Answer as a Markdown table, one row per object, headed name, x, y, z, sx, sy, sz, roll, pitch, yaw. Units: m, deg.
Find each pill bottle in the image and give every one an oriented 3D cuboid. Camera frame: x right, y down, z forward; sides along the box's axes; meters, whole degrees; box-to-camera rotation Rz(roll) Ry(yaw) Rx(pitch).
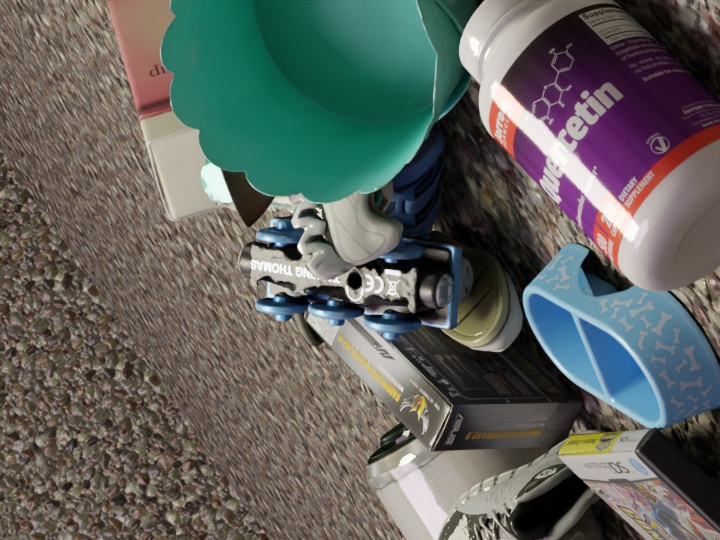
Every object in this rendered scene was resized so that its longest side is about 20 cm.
| name | x | y | z | sx | sy | sz | roll | pitch | yaw |
| --- | --- | --- | --- | --- | --- | --- | --- | --- | --- |
| pill bottle | 0.148 | -0.088 | 1.238 | 0.200 | 0.112 | 0.113 | 48 | 163 | 29 |

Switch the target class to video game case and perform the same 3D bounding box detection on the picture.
| name | x | y | z | sx | sy | sz | roll | pitch | yaw |
| --- | --- | --- | --- | --- | --- | --- | --- | --- | --- |
| video game case | 0.253 | 0.196 | 1.564 | 0.200 | 0.026 | 0.181 | 43 | 166 | -6 |

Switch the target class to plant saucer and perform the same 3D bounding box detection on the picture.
| name | x | y | z | sx | sy | sz | roll | pitch | yaw |
| --- | --- | --- | --- | --- | --- | --- | --- | --- | --- |
| plant saucer | -0.097 | -0.133 | 1.578 | 0.200 | 0.034 | 0.201 | -14 | -90 | -87 |

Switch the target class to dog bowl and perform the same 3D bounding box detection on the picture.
| name | x | y | z | sx | sy | sz | roll | pitch | yaw |
| --- | --- | --- | --- | --- | --- | --- | --- | --- | --- |
| dog bowl | 0.188 | 0.052 | 1.524 | 0.200 | 0.049 | 0.112 | 33 | 152 | 58 |

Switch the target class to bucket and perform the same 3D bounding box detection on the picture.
| name | x | y | z | sx | sy | sz | roll | pitch | yaw |
| --- | --- | --- | --- | --- | --- | --- | --- | --- | --- |
| bucket | -0.020 | -0.159 | 1.429 | 0.206 | 0.135 | 0.208 | 10 | 118 | 19 |

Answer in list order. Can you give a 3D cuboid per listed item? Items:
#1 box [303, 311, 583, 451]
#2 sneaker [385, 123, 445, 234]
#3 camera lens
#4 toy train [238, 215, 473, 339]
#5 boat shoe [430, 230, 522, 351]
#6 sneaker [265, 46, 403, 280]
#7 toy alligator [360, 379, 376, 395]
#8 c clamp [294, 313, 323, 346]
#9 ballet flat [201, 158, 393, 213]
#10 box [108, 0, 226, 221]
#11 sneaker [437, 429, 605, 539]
| name | x | y | z | sx | sy | sz | roll | pitch | yaw |
| --- | --- | --- | --- | --- | --- | --- | --- | --- | --- |
| box | 0.069 | 0.077 | 1.764 | 0.200 | 0.158 | 0.048 | 44 | 120 | 39 |
| sneaker | 0.038 | -0.067 | 1.720 | 0.082 | 0.074 | 0.200 | 42 | 158 | -1 |
| camera lens | 0.113 | 0.209 | 1.870 | 0.200 | 0.160 | 0.160 | 57 | 165 | 1 |
| toy train | 0.000 | 0.000 | 1.672 | 0.199 | 0.114 | 0.087 | 8 | 102 | 32 |
| boat shoe | 0.098 | 0.024 | 1.724 | 0.068 | 0.075 | 0.200 | 38 | -174 | -24 |
| sneaker | -0.026 | -0.097 | 1.563 | 0.075 | 0.081 | 0.201 | -31 | -77 | -74 |
| toy alligator | 0.061 | 0.080 | 1.864 | 0.200 | 0.054 | 0.060 | -21 | -86 | -67 |
| c clamp | -0.047 | -0.041 | 1.825 | 0.171 | 0.027 | 0.201 | 57 | -146 | -67 |
| ballet flat | -0.042 | -0.081 | 1.669 | 0.200 | 0.072 | 0.072 | 7 | 133 | 38 |
| box | -0.143 | -0.164 | 1.879 | 0.109 | 0.127 | 0.200 | 77 | 174 | -49 |
| sneaker | 0.125 | 0.207 | 1.716 | 0.075 | 0.200 | 0.115 | 51 | -156 | 3 |
